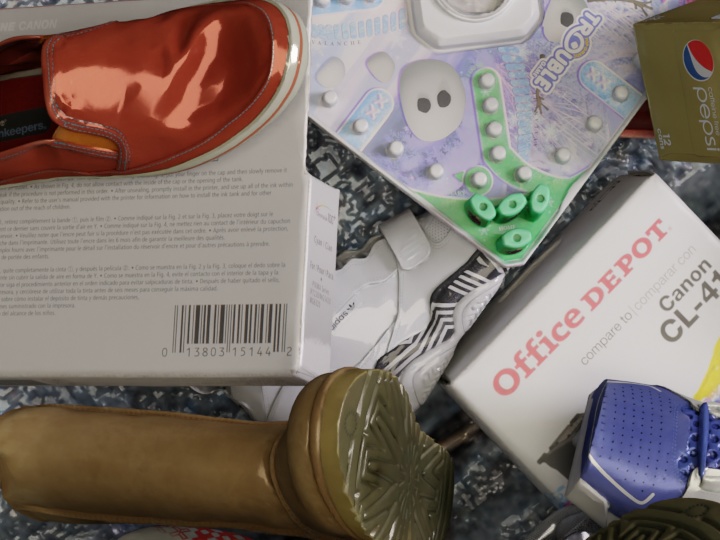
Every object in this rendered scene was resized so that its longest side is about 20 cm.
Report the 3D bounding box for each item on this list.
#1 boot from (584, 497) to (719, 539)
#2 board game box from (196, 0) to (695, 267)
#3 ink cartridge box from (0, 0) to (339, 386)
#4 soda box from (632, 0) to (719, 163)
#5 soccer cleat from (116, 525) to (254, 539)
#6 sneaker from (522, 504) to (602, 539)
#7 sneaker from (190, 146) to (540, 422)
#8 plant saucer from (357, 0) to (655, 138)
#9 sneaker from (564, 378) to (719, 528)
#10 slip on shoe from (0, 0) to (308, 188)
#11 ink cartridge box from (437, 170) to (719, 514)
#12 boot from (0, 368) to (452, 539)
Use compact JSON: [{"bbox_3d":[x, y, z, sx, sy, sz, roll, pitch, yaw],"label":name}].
[{"bbox_3d":[0.122,0.220,0.937,0.175,0.066,0.201,-41,123,-24],"label":"boot"},{"bbox_3d":[0.053,-0.138,1.045,0.200,0.026,0.200,37,80,3],"label":"board game box"},{"bbox_3d":[-0.108,-0.035,1.038,0.198,0.045,0.178,-1,80,21],"label":"ink cartridge box"},{"bbox_3d":[0.225,-0.111,1.046,0.199,0.064,0.068,-22,107,-32],"label":"soda box"},{"bbox_3d":[-0.034,0.181,1.065,0.199,0.085,0.069,29,88,-4],"label":"soccer cleat"},{"bbox_3d":[0.133,0.162,1.004,0.198,0.075,0.115,-9,95,3],"label":"sneaker"},{"bbox_3d":[0.000,0.000,1.070,0.114,0.075,0.201,32,91,-7],"label":"sneaker"},{"bbox_3d":[0.098,-0.162,1.086,0.198,0.037,0.202,2,83,-5],"label":"plant saucer"},{"bbox_3d":[0.200,0.085,0.975,0.198,0.115,0.081,22,52,-11],"label":"sneaker"},{"bbox_3d":[-0.118,-0.079,0.993,0.199,0.061,0.075,-10,76,17],"label":"slip on shoe"},{"bbox_3d":[0.154,0.072,1.079,0.200,0.086,0.148,45,88,-6],"label":"ink cartridge box"},{"bbox_3d":[-0.073,0.086,0.981,0.198,0.175,0.067,4,69,17],"label":"boot"}]
